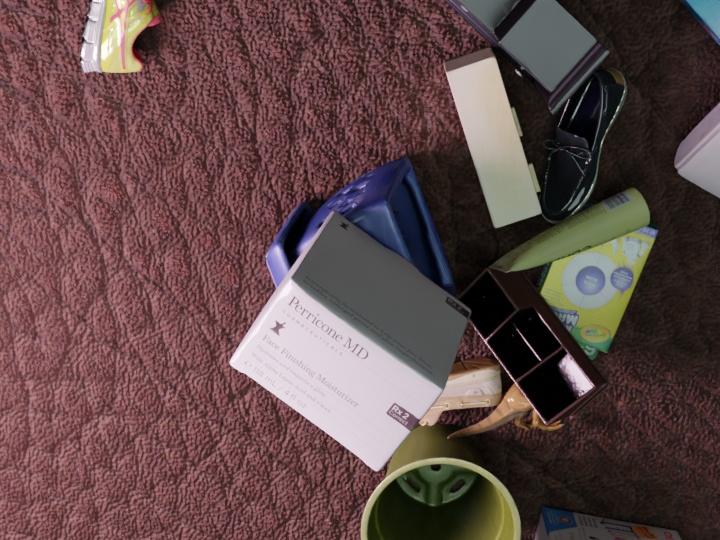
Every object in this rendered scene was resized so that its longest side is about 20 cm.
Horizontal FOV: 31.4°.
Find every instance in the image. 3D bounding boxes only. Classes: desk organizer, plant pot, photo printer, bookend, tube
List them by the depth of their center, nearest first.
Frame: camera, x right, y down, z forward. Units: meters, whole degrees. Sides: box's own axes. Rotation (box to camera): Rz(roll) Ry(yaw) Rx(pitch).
[{"bbox_3d":[0.171,-0.294,1.461,0.198,0.200,0.092,40,104,-12],"label":"bookend"},{"bbox_3d":[0.504,-0.132,1.538,0.198,0.070,0.167,28,144,-8],"label":"photo printer"},{"bbox_3d":[0.254,-0.039,1.553,0.198,0.052,0.058,-23,147,-9],"label":"tube"},{"bbox_3d":[0.000,0.000,1.565,0.177,0.200,0.202,-18,107,14],"label":"plant pot"},{"bbox_3d":[0.211,0.089,1.591,0.072,0.077,0.201,-46,70,27],"label":"desk organizer"},{"bbox_3d":[0.101,0.293,1.653,0.197,0.190,0.203,0,107,2],"label":"plant pot"}]

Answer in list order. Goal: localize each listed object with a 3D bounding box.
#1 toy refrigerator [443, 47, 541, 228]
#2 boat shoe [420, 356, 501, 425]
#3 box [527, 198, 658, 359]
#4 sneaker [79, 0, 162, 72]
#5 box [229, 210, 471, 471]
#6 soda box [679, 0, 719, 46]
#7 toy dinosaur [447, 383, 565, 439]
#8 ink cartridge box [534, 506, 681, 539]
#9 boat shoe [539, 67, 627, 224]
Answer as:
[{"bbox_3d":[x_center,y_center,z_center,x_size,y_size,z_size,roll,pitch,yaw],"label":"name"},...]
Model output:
[{"bbox_3d":[0.165,-0.164,1.567,0.069,0.076,0.203,-17,106,6],"label":"toy refrigerator"},{"bbox_3d":[0.091,0.169,1.675,0.197,0.074,0.070,-12,101,4],"label":"boat shoe"},{"bbox_3d":[0.288,0.016,1.637,0.116,0.048,0.202,18,109,-4],"label":"box"},{"bbox_3d":[-0.278,-0.330,1.531,0.089,0.078,0.203,11,113,-11],"label":"sneaker"},{"bbox_3d":[-0.005,0.070,1.380,0.198,0.200,0.131,36,116,-3],"label":"box"},{"bbox_3d":[0.464,-0.285,1.529,0.068,0.064,0.200,-43,103,13],"label":"soda box"},{"bbox_3d":[0.206,0.174,1.668,0.200,0.060,0.106,-42,116,-2],"label":"toy dinosaur"},{"bbox_3d":[0.332,0.429,1.714,0.197,0.147,0.147,10,108,-2],"label":"ink cartridge box"},{"bbox_3d":[0.262,-0.154,1.562,0.074,0.062,0.202,31,106,37],"label":"boat shoe"}]
